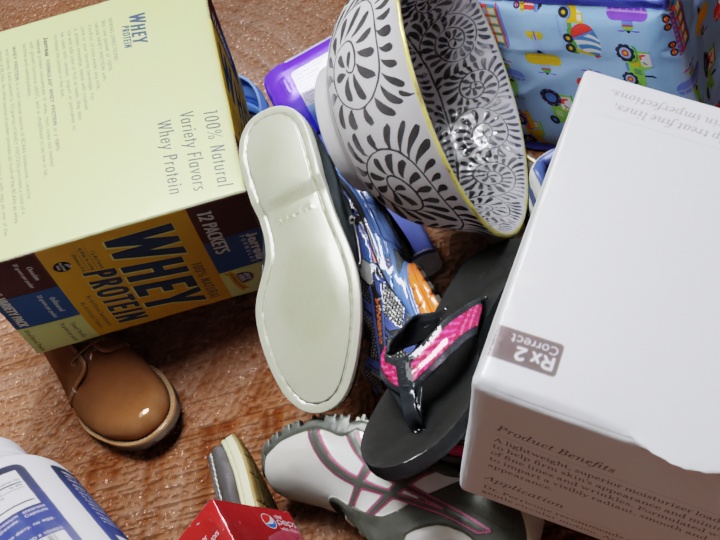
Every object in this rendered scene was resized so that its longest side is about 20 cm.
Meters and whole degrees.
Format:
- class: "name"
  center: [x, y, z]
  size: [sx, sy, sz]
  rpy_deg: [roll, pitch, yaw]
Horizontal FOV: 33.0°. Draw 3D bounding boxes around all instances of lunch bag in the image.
- class: "lunch bag"
  center: [0.153, -0.155, 0.876]
  size: [0.198, 0.151, 0.095]
  rpy_deg: [3, 50, 33]

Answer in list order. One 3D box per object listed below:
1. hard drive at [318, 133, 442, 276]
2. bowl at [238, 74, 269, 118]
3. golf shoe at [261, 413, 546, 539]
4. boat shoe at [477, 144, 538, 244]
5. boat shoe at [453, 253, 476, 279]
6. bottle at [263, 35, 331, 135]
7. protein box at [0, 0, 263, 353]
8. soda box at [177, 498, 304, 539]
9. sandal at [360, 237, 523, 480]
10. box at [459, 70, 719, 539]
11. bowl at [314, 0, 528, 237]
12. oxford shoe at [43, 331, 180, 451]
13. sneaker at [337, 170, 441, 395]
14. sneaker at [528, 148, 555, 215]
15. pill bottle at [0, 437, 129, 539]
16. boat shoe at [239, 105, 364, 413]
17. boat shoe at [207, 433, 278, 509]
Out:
- class: "hard drive"
  center: [-0.027, -0.037, 0.965]
  size: [0.131, 0.025, 0.201]
  rpy_deg: [-29, 40, 3]
- class: "bowl"
  center: [-0.151, -0.079, 1.047]
  size: [0.199, 0.039, 0.202]
  rpy_deg: [-25, 43, 25]
- class: "golf shoe"
  center: [0.016, 0.138, 0.727]
  size: [0.198, 0.077, 0.089]
  rpy_deg: [-1, 57, 33]
- class: "boat shoe"
  center: [0.075, -0.088, 0.922]
  size: [0.059, 0.072, 0.200]
  rpy_deg: [-34, 43, -13]
- class: "boat shoe"
  center: [0.115, 0.039, 0.764]
  size: [0.075, 0.072, 0.200]
  rpy_deg: [-35, 40, -5]
- class: "bottle"
  center: [0.017, -0.182, 1.040]
  size: [0.198, 0.084, 0.066]
  rpy_deg: [-28, 72, 2]
- class: "protein box"
  center: [-0.179, -0.077, 0.900]
  size: [0.198, 0.135, 0.200]
  rpy_deg: [-16, 61, 2]
- class: "soda box"
  center: [-0.103, 0.219, 0.659]
  size: [0.200, 0.063, 0.070]
  rpy_deg: [-50, 50, 15]
- class: "sandal"
  center: [0.046, 0.040, 0.709]
  size: [0.075, 0.045, 0.201]
  rpy_deg: [-13, 34, 39]
- class: "box"
  center: [0.173, 0.035, 0.622]
  size: [0.197, 0.131, 0.201]
  rpy_deg: [18, 61, 10]
- class: "bowl"
  center: [0.030, -0.108, 0.796]
  size: [0.093, 0.201, 0.202]
  rpy_deg: [-16, 42, 24]
- class: "oxford shoe"
  center: [-0.207, 0.072, 0.934]
  size: [0.071, 0.072, 0.199]
  rpy_deg: [-42, 43, -15]
- class: "sneaker"
  center: [0.000, 0.000, 0.845]
  size: [0.078, 0.075, 0.201]
  rpy_deg: [-32, 57, 4]
- class: "sneaker"
  center: [0.183, -0.018, 0.767]
  size: [0.199, 0.089, 0.075]
  rpy_deg: [22, 60, 40]
- class: "pill bottle"
  center: [-0.213, 0.189, 0.786]
  size: [0.111, 0.112, 0.199]
  rpy_deg: [-43, 41, -14]
- class: "boat shoe"
  center: [-0.031, -0.004, 0.784]
  size: [0.074, 0.066, 0.201]
  rpy_deg: [-23, 70, 17]
- class: "boat shoe"
  center: [-0.072, 0.184, 0.733]
  size: [0.064, 0.074, 0.201]
  rpy_deg: [-24, 40, -1]
